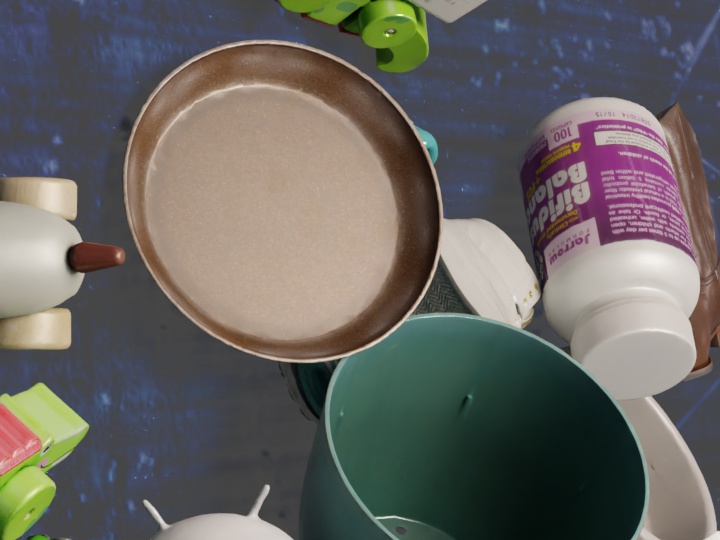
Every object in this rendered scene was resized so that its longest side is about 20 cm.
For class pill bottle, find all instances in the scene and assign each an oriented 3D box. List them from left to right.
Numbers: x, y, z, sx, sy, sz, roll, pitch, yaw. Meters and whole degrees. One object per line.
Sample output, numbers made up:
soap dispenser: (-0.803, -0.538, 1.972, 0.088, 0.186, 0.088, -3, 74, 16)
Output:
pill bottle: (0.177, -0.014, 1.398, 0.112, 0.112, 0.201, 37, 35, -42)

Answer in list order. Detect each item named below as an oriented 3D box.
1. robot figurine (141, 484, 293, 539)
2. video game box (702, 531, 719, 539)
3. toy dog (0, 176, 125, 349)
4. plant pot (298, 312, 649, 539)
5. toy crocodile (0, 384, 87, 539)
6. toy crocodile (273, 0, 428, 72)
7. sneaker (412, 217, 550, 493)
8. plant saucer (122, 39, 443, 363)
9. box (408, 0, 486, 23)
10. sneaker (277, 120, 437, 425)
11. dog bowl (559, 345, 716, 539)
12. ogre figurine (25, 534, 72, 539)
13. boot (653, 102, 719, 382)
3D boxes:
robot figurine: (-0.076, 0.223, 1.101, 0.168, 0.113, 0.202, -6, 91, -17)
video game box: (0.147, 0.261, 1.270, 0.199, 0.182, 0.047, -31, 71, -16)
toy dog: (-0.198, -0.005, 0.992, 0.200, 0.096, 0.133, -27, 106, -49)
plant pot: (0.051, 0.153, 1.201, 0.199, 0.161, 0.202, 12, 45, -13)
toy crocodile: (-0.206, 0.104, 0.966, 0.067, 0.062, 0.200, 42, 37, 15)
toy crocodile: (-0.022, -0.184, 1.268, 0.199, 0.062, 0.068, 20, 48, -46)
sneaker: (0.097, 0.048, 1.332, 0.115, 0.074, 0.201, -5, 65, -53)
plant saucer: (-0.047, -0.039, 1.177, 0.199, 0.032, 0.202, 7, 70, -19)
box: (0.027, -0.295, 1.239, 0.198, 0.130, 0.201, 22, 49, -48)
sneaker: (0.000, 0.000, 1.244, 0.077, 0.079, 0.202, 15, 84, -49)
dog bowl: (0.172, 0.140, 1.390, 0.200, 0.059, 0.201, 39, 28, -26)
ogre figurine: (-0.156, 0.227, 0.996, 0.201, 0.119, 0.098, 56, 42, -32)
boot: (0.237, -0.023, 1.559, 0.186, 0.064, 0.202, -35, 116, -62)
